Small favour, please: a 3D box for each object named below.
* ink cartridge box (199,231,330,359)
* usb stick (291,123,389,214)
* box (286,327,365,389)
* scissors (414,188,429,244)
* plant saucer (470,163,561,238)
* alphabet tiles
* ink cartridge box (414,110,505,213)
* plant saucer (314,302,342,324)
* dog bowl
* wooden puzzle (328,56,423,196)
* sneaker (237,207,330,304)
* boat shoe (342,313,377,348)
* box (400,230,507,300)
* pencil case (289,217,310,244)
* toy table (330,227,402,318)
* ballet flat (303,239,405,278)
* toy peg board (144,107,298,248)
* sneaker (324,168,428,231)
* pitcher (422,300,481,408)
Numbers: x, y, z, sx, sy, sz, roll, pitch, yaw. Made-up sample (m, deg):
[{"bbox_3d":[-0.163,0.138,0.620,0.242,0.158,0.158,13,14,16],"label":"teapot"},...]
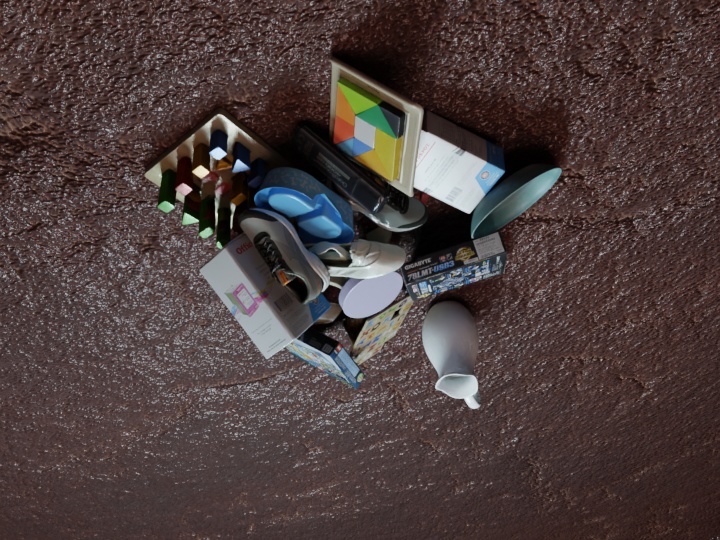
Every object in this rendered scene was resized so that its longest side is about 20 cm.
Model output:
[{"bbox_3d":[-0.166,0.030,1.550,0.084,0.144,0.201,-34,94,33],"label":"ink cartridge box"},{"bbox_3d":[-0.035,-0.171,1.480,0.200,0.033,0.056,40,136,11],"label":"usb stick"},{"bbox_3d":[-0.095,0.166,1.847,0.199,0.038,0.137,23,158,39],"label":"box"},{"bbox_3d":[0.103,-0.121,1.656,0.072,0.014,0.201,5,139,-13],"label":"scissors"},{"bbox_3d":[0.271,-0.132,1.580,0.199,0.036,0.200,-33,167,-9],"label":"plant saucer"},{"bbox_3d":[0.039,0.133,1.860,0.167,0.008,0.201,-30,156,-40],"label":"alphabet tiles"},{"bbox_3d":[0.135,-0.195,1.519,0.198,0.068,0.116,24,132,-17],"label":"ink cartridge box"},{"bbox_3d":[-0.133,0.086,1.733,0.198,0.035,0.200,-1,171,0],"label":"plant saucer"},{"bbox_3d":[-0.090,-0.109,1.506,0.111,0.050,0.199,-14,144,40],"label":"dog bowl"},{"bbox_3d":[0.016,-0.226,1.419,0.184,0.037,0.201,34,148,25],"label":"wooden puzzle"},{"bbox_3d":[-0.135,-0.026,1.499,0.200,0.080,0.074,46,132,-12],"label":"sneaker"},{"bbox_3d":[0.000,0.110,1.875,0.067,0.072,0.201,25,145,8],"label":"boat shoe"},{"bbox_3d":[0.180,-0.004,1.688,0.196,0.050,0.200,-16,167,4],"label":"box"},{"bbox_3d":[-0.165,-0.026,1.659,0.199,0.078,0.090,-37,107,15],"label":"pencil case"},{"bbox_3d":[0.000,0.000,1.663,0.182,0.118,0.200,-25,158,-13],"label":"toy table"},{"bbox_3d":[-0.021,-0.024,1.529,0.198,0.070,0.070,-2,143,26],"label":"ballet flat"},{"bbox_3d":[-0.240,-0.142,1.529,0.198,0.099,0.199,-31,133,27],"label":"toy peg board"},{"bbox_3d":[0.037,-0.128,1.562,0.198,0.075,0.079,20,153,-22],"label":"sneaker"},{"bbox_3d":[0.205,0.181,1.865,0.120,0.201,0.172,-20,137,17],"label":"pitcher"}]
